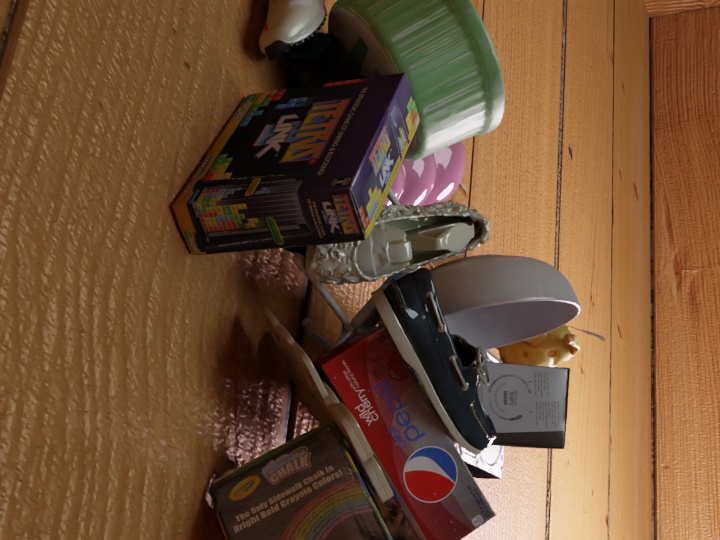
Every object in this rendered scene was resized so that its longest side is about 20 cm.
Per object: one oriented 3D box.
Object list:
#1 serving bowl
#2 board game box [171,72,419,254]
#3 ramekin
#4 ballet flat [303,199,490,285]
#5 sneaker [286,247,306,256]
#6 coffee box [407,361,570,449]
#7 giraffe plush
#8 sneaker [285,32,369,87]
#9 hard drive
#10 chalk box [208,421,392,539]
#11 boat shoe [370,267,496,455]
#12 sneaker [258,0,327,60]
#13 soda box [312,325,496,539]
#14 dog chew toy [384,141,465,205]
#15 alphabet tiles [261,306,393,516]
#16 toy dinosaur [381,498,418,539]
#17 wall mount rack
[{"bbox_3d":[0.110,0.029,1.206,0.200,0.199,0.066,28,49,-64],"label":"serving bowl"},{"bbox_3d":[-0.051,-0.097,1.091,0.200,0.165,0.057,-67,145,-51],"label":"board game box"},{"bbox_3d":[0.050,-0.210,1.260,0.200,0.097,0.200,54,-16,23],"label":"ramekin"},{"bbox_3d":[0.042,-0.029,1.144,0.199,0.072,0.072,-16,101,-36],"label":"ballet flat"},{"bbox_3d":[-0.034,-0.044,1.264,0.200,0.070,0.100,49,49,-56],"label":"sneaker"},{"bbox_3d":[0.092,0.128,1.216,0.114,0.199,0.080,146,-51,-78],"label":"coffee box"},{"bbox_3d":[0.226,0.132,1.775,0.163,0.199,0.172,-69,165,12],"label":"giraffe plush"},{"bbox_3d":[-0.010,-0.157,1.247,0.082,0.073,0.200,73,-8,-51],"label":"sneaker"},{"bbox_3d":[0.120,0.150,1.376,0.200,0.038,0.140,37,54,-62],"label":"hard drive"},{"bbox_3d":[-0.041,0.226,1.049,0.200,0.124,0.124,59,-6,52],"label":"chalk box"},{"bbox_3d":[0.079,0.081,1.095,0.200,0.062,0.075,58,7,-25],"label":"boat shoe"},{"bbox_3d":[-0.074,-0.292,1.235,0.093,0.070,0.200,48,41,-25],"label":"sneaker"},{"bbox_3d":[0.038,0.151,1.115,0.200,0.070,0.063,60,-9,-3],"label":"soda box"},{"bbox_3d":[0.036,-0.114,1.386,0.200,0.124,0.125,-31,114,-57],"label":"dog chew toy"},{"bbox_3d":[-0.029,0.126,1.122,0.200,0.015,0.196,42,-20,58],"label":"alphabet tiles"},{"bbox_3d":[0.048,0.244,1.217,0.136,0.086,0.201,149,-75,-71],"label":"toy dinosaur"},{"bbox_3d":[0.000,0.000,1.202,0.200,0.074,0.174,-50,167,-20],"label":"wall mount rack"}]
